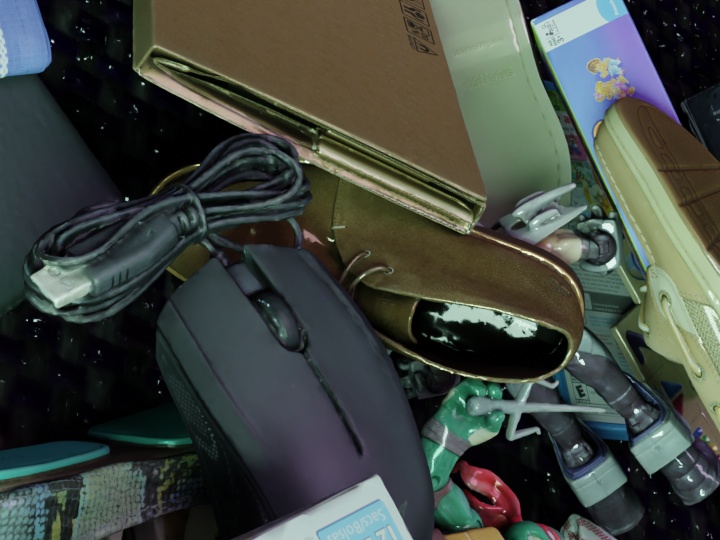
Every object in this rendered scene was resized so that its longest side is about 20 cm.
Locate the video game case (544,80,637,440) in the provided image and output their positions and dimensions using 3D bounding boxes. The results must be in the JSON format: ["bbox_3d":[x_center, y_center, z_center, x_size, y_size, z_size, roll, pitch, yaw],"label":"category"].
[{"bbox_3d":[0.135,-0.005,1.098,0.143,0.018,0.201,8,64,-41],"label":"video game case"}]

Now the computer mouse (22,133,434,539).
[{"bbox_3d":[-0.030,0.049,0.775,0.138,0.053,0.201,-28,93,-37],"label":"computer mouse"}]

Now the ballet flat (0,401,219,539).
[{"bbox_3d":[-0.096,0.092,0.798,0.199,0.074,0.075,-10,76,-44],"label":"ballet flat"}]

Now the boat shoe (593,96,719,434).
[{"bbox_3d":[0.153,0.017,0.905,0.071,0.064,0.201,-12,69,-54],"label":"boat shoe"}]

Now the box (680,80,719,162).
[{"bbox_3d":[0.317,-0.046,1.204,0.200,0.124,0.197,-17,83,-54],"label":"box"}]

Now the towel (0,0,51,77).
[{"bbox_3d":[-0.218,-0.136,0.780,0.199,0.024,0.145,-10,78,-45],"label":"towel"}]

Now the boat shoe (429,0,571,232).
[{"bbox_3d":[0.067,-0.068,1.030,0.060,0.071,0.201,60,18,-68],"label":"boat shoe"}]

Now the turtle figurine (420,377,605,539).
[{"bbox_3d":[0.039,0.135,0.870,0.199,0.101,0.150,-15,70,-33],"label":"turtle figurine"}]

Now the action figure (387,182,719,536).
[{"bbox_3d":[0.084,0.038,0.951,0.200,0.130,0.069,51,17,-24],"label":"action figure"}]

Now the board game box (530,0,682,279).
[{"bbox_3d":[0.148,-0.035,1.012,0.134,0.045,0.201,13,52,-82],"label":"board game box"}]

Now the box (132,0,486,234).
[{"bbox_3d":[-0.028,-0.107,0.913,0.163,0.021,0.200,24,28,-21],"label":"box"}]

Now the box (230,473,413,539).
[{"bbox_3d":[-0.068,0.158,0.678,0.112,0.200,0.102,-21,84,-47],"label":"box"}]

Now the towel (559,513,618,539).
[{"bbox_3d":[0.143,0.231,0.969,0.146,0.030,0.201,35,48,-27],"label":"towel"}]

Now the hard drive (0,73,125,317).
[{"bbox_3d":[-0.192,-0.069,0.804,0.200,0.033,0.140,55,42,-6],"label":"hard drive"}]

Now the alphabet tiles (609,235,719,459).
[{"bbox_3d":[0.204,0.038,1.124,0.200,0.006,0.167,-34,95,-52],"label":"alphabet tiles"}]

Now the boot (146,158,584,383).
[{"bbox_3d":[0.000,0.000,0.864,0.199,0.074,0.075,15,16,2],"label":"boot"}]
